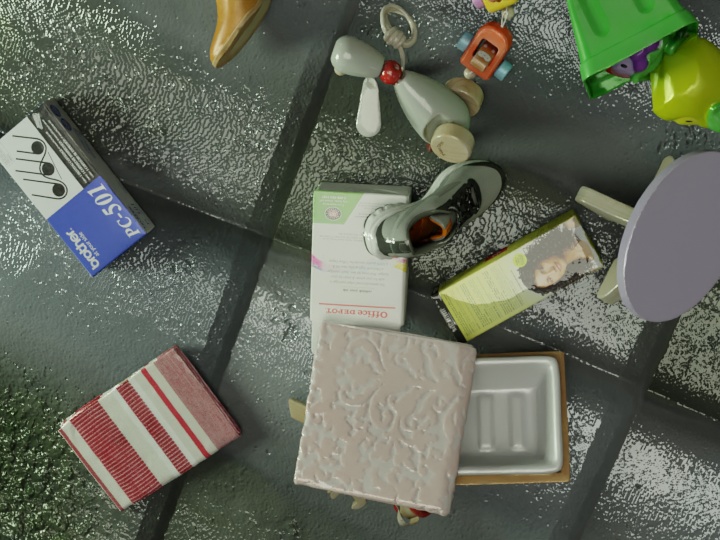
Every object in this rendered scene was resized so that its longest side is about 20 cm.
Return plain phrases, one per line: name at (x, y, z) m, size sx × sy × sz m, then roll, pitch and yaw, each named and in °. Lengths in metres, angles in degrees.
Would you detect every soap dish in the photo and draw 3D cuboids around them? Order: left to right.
soap dish at (0.149, 0.181, 1.718) m, size 0.198 × 0.081 × 0.159 m, roll -3°, pitch 71°, yaw 7°

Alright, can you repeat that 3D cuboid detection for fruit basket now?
fruit basket at (0.322, -0.222, 1.568) m, size 0.154 × 0.216 × 0.217 m, roll -26°, pitch 100°, yaw 11°

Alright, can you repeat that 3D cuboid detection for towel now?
towel at (-0.269, 0.203, 1.827) m, size 0.199 × 0.023 × 0.145 m, roll -33°, pitch 100°, yaw 14°
towel at (0.029, 0.170, 1.668) m, size 0.189 × 0.032 × 0.202 m, roll 10°, pitch 75°, yaw 4°

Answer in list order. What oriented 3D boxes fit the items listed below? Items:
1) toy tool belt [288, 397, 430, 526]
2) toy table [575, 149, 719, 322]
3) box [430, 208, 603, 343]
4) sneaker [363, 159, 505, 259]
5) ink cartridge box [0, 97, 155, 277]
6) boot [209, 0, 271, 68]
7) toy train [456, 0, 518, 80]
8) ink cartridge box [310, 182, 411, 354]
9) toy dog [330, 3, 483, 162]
toy tool belt at (-0.002, 0.229, 1.768) m, size 0.122 × 0.125 × 0.201 m, roll -25°, pitch 99°, yaw 40°
toy table at (0.344, -0.044, 1.631) m, size 0.184 × 0.117 × 0.201 m, roll 40°, pitch 85°, yaw -18°
box at (0.187, 0.008, 1.716) m, size 0.199 × 0.050 × 0.076 m, roll -31°, pitch 99°, yaw 13°
sneaker at (0.099, -0.065, 1.657) m, size 0.199 × 0.079 × 0.075 m, roll -32°, pitch 117°, yaw -29°
ink cartridge box at (-0.351, -0.101, 1.750) m, size 0.094 × 0.044 × 0.201 m, roll -36°, pitch 97°, yaw 15°
boot at (-0.166, -0.354, 1.664) m, size 0.143 × 0.071 × 0.202 m, roll 33°, pitch 101°, yaw 4°
toy train at (0.106, -0.306, 1.624) m, size 0.200 × 0.056 × 0.150 m, roll 40°, pitch 128°, yaw -1°
ink cartridge box at (0.000, 0.000, 1.724) m, size 0.116 × 0.067 × 0.202 m, roll 4°, pitch 103°, yaw 4°
toy dog at (0.050, -0.197, 1.662) m, size 0.200 × 0.132 × 0.096 m, roll 45°, pitch 142°, yaw -1°
